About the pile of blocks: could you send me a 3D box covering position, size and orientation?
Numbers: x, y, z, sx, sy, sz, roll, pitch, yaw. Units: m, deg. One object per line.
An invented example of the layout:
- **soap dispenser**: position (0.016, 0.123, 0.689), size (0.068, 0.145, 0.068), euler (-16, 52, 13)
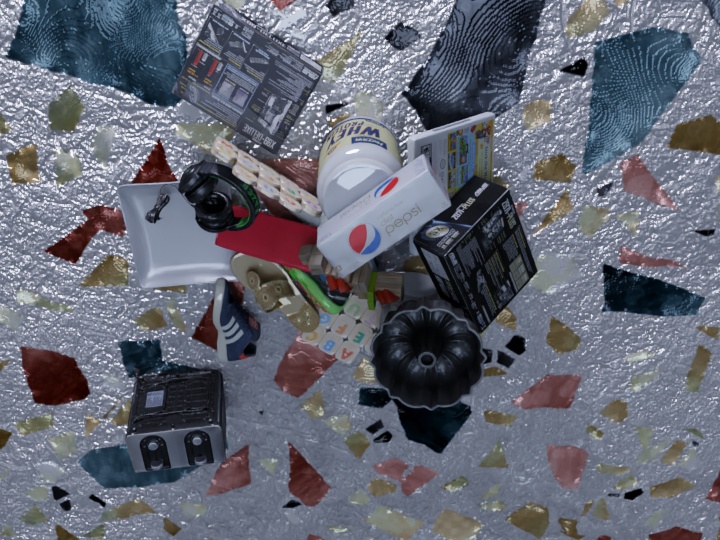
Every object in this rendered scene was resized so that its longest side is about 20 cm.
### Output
- **pile of blocks**: position (-0.017, 0.025, 1.255), size (0.196, 0.063, 0.083), euler (21, 140, -8)

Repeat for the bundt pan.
- **bundt pan**: position (0.115, 0.132, 1.285), size (0.196, 0.076, 0.207), euler (3, 117, 7)

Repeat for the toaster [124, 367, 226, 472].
- **toaster**: position (-0.349, 0.282, 1.447), size (0.176, 0.201, 0.121), euler (-5, 122, -8)

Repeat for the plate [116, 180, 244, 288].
- **plate**: position (-0.314, -0.069, 1.341), size (0.194, 0.033, 0.204), euler (-5, 119, 1)

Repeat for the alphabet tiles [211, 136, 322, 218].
- **alphabet tiles**: position (-0.148, -0.150, 1.209), size (0.197, 0.196, 0.015), euler (32, 103, -16)

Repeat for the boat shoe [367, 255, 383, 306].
- **boat shoe**: position (0.000, 0.002, 1.329), size (0.066, 0.075, 0.200), euler (-4, 153, 12)

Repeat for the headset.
- **headset**: position (-0.259, -0.110, 1.232), size (0.195, 0.095, 0.125), euler (4, 138, 29)

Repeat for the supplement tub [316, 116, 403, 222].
- **supplement tub**: position (0.001, -0.149, 1.211), size (0.141, 0.201, 0.148), euler (-1, 119, -1)

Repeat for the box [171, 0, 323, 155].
- **box**: position (-0.179, -0.305, 1.209), size (0.197, 0.050, 0.159), euler (28, 114, -15)

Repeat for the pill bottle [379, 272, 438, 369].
- **pill bottle**: position (0.089, 0.113, 1.388), size (0.111, 0.115, 0.205), euler (3, 118, -3)

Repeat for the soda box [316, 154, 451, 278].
- **soda box**: position (0.031, -0.077, 1.099), size (0.198, 0.064, 0.068), euler (-33, 115, 15)

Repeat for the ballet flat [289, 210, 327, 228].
- **ballet flat**: position (-0.030, -0.082, 1.314), size (0.194, 0.070, 0.071), euler (6, 118, -7)

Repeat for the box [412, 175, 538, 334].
- **box**: position (0.199, -0.025, 1.284), size (0.164, 0.086, 0.202), euler (-44, 131, -14)

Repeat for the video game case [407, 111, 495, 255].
- **video game case**: position (0.153, -0.145, 1.265), size (0.179, 0.023, 0.205), euler (-22, 123, -30)

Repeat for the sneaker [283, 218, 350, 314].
- **sneaker**: position (-0.088, -0.016, 1.358), size (0.084, 0.076, 0.201), euler (-41, 103, -16)

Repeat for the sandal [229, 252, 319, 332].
- **sandal**: position (-0.148, 0.050, 1.361), size (0.077, 0.070, 0.211), euler (-40, 117, 14)

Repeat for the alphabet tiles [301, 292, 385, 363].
- **alphabet tiles**: position (-0.021, 0.085, 1.440), size (0.197, 0.015, 0.197), euler (29, 114, -16)

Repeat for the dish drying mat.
- **dish drying mat**: position (-0.150, -0.054, 1.297), size (0.195, 0.018, 0.079), euler (15, 96, 4)

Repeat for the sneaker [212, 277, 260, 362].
- **sneaker**: position (-0.227, 0.090, 1.397), size (0.082, 0.076, 0.203), euler (0, 137, -4)
